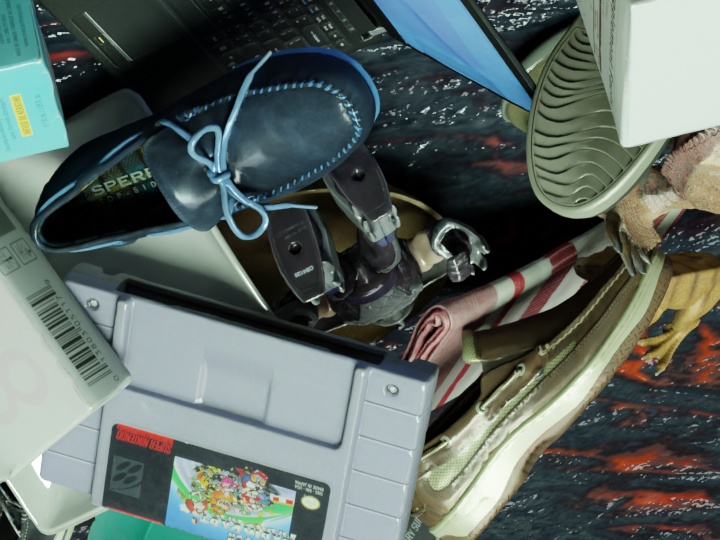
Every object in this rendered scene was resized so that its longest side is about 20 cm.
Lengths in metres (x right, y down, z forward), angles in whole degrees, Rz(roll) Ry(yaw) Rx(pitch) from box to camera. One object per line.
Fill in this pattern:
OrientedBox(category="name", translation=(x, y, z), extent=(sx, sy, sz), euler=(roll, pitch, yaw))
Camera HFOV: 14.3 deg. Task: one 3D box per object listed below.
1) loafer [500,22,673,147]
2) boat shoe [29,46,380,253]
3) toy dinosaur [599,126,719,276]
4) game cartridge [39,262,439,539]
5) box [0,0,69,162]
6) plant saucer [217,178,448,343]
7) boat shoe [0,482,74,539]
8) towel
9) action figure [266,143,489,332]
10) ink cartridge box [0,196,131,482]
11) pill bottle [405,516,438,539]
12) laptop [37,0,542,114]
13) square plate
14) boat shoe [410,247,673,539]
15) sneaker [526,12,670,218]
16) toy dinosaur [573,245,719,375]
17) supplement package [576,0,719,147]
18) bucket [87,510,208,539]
OrientedBox(category="loafer", translation=(0.175, -0.100, 1.534), extent=(0.200, 0.070, 0.075), euler=(-13, 151, -5))
OrientedBox(category="boat shoe", translation=(-0.076, -0.044, 1.404), extent=(0.200, 0.069, 0.084), euler=(-26, 107, 35))
OrientedBox(category="toy dinosaur", translation=(0.180, -0.055, 1.451), extent=(0.135, 0.086, 0.200), euler=(1, 154, -5))
OrientedBox(category="game cartridge", translation=(-0.066, 0.082, 1.493), extent=(0.200, 0.038, 0.130), euler=(15, 114, 10))
OrientedBox(category="box", translation=(-0.248, -0.077, 1.396), extent=(0.200, 0.049, 0.082), euler=(-14, 151, -3))
OrientedBox(category="plant saucer", translation=(-0.047, -0.004, 1.631), extent=(0.200, 0.035, 0.200), euler=(-12, 151, -7))
OrientedBox(category="boat shoe", translation=(-0.198, 0.119, 1.741), extent=(0.062, 0.075, 0.200), euler=(4, 141, -22))
OrientedBox(category="towel", translation=(0.097, 0.020, 1.679), extent=(0.200, 0.023, 0.144), euler=(-27, 162, -33))
OrientedBox(category="action figure", translation=(0.000, 0.000, 1.541), extent=(0.130, 0.069, 0.200), euler=(-36, 160, 0))
OrientedBox(category="ink cartridge box", translation=(-0.234, 0.047, 1.510), extent=(0.200, 0.163, 0.057), euler=(-37, 179, 31))
OrientedBox(category="pill bottle", translation=(-0.052, 0.101, 1.621), extent=(0.106, 0.106, 0.200), euler=(-34, 120, 30))
OrientedBox(category="laptop", translation=(-0.032, -0.107, 1.389), extent=(0.200, 0.103, 0.177), euler=(-24, 149, 12))
OrientedBox(category="square plate", translation=(-0.142, 0.023, 1.524), extent=(0.198, 0.200, 0.028), euler=(-25, -166, 26))
OrientedBox(category="boat shoe", translation=(0.087, 0.057, 1.578), extent=(0.202, 0.075, 0.075), euler=(-52, -175, 5))
OrientedBox(category="sneaker", translation=(0.153, -0.106, 1.409), extent=(0.075, 0.200, 0.106), euler=(22, 173, 28))
OrientedBox(category="toy dinosaur", translation=(0.197, 0.007, 1.681), extent=(0.200, 0.060, 0.106), euler=(-14, 157, -44))
OrientedBox(category="supplement package", translation=(0.145, -0.175, 1.256), extent=(0.117, 0.200, 0.117), euler=(-14, 151, -4))
OrientedBox(category="bucket", translation=(-0.061, 0.179, 1.773), extent=(0.207, 0.207, 0.135), euler=(-15, 166, -1))
